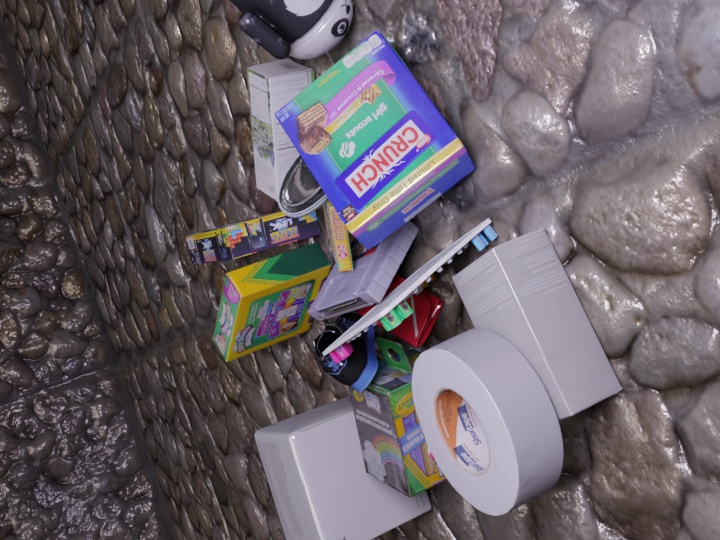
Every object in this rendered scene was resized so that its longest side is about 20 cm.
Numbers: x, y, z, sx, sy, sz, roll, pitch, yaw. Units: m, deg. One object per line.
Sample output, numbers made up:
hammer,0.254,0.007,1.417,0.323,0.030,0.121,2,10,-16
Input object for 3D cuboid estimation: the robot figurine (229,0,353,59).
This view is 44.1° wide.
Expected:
robot figurine,-0.098,-0.367,1.154,0.200,0.150,0.125,39,-170,-32

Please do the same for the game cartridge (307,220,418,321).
game cartridge,0.000,0.000,1.265,0.038,0.131,0.200,32,157,-18

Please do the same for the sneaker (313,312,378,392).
sneaker,-0.027,0.096,1.241,0.078,0.070,0.200,35,-171,-16

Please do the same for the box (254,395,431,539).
box,-0.031,0.320,1.420,0.171,0.198,0.201,-18,90,63

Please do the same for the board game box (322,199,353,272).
board game box,-0.036,-0.072,1.294,0.200,0.030,0.097,-116,17,-67

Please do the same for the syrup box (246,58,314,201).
syrup box,-0.118,-0.216,1.382,0.079,0.081,0.202,35,136,50

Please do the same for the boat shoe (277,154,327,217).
boat shoe,-0.048,-0.153,1.193,0.072,0.071,0.200,42,103,6

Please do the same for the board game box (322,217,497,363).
board game box,0.060,0.030,1.099,0.026,0.200,0.200,51,151,0

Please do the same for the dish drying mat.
dish drying mat,0.040,0.043,1.282,0.199,0.018,0.077,28,95,52

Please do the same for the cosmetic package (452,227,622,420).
cosmetic package,0.194,0.069,0.997,0.202,0.090,0.107,64,152,7

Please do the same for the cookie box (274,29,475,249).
cookie box,0.016,-0.159,1.089,0.201,0.171,0.075,57,-171,23

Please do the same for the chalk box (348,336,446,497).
chalk box,0.068,0.188,1.251,0.124,0.123,0.202,11,115,59

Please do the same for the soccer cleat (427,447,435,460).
soccer cleat,0.148,0.175,1.151,0.200,0.069,0.087,-49,49,41

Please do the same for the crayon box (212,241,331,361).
crayon box,-0.153,0.055,1.506,0.059,0.171,0.201,56,148,25

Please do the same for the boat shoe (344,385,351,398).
boat shoe,0.002,0.166,1.406,0.200,0.062,0.073,-137,23,-79

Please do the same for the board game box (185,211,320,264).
board game box,-0.185,-0.059,1.502,0.199,0.164,0.057,-4,101,61

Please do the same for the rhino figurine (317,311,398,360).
rhino figurine,-0.003,0.085,1.380,0.200,0.059,0.088,34,138,46

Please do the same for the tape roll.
tape roll,0.139,0.171,1.009,0.200,0.066,0.202,44,144,43
